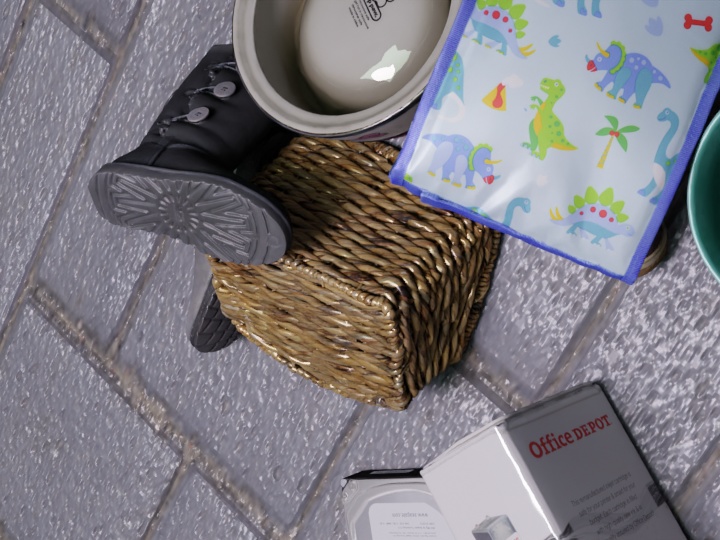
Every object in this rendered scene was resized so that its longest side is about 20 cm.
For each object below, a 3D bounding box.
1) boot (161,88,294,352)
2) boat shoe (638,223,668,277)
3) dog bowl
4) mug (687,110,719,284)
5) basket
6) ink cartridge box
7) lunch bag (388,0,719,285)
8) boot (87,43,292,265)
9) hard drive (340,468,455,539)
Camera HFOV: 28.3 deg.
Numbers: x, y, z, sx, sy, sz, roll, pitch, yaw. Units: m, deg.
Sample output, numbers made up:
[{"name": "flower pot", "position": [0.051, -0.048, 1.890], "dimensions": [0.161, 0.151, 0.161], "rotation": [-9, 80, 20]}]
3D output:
[{"name": "boot", "position": [-0.131, -0.043, 1.201], "dimensions": [0.131, 0.070, 0.201], "rotation": [25, 99, 34]}, {"name": "boat shoe", "position": [0.120, -0.063, 0.990], "dimensions": [0.199, 0.072, 0.072], "rotation": [31, 79, 26]}, {"name": "dog bowl", "position": [0.007, -0.184, 1.041], "dimensions": [0.199, 0.074, 0.202], "rotation": [-7, 75, 28]}, {"name": "mug", "position": [0.301, -0.052, 0.849], "dimensions": [0.184, 0.114, 0.153], "rotation": [-22, 82, 35]}, {"name": "basket", "position": [0.000, 0.000, 1.107], "dimensions": [0.199, 0.149, 0.143], "rotation": [24, 143, 31]}, {"name": "ink cartridge box", "position": [0.149, 0.190, 0.972], "dimensions": [0.085, 0.145, 0.201], "rotation": [-35, 76, 35]}, {"name": "lunch bag", "position": [0.130, -0.112, 0.897], "dimensions": [0.169, 0.127, 0.201], "rotation": [22, 78, 4]}, {"name": "boot", "position": [-0.086, -0.097, 1.084], "dimensions": [0.164, 0.200, 0.066], "rotation": [18, 131, 18]}, {"name": "hard drive", "position": [0.060, 0.256, 1.114], "dimensions": [0.139, 0.038, 0.202], "rotation": [-7, 93, 37]}]
